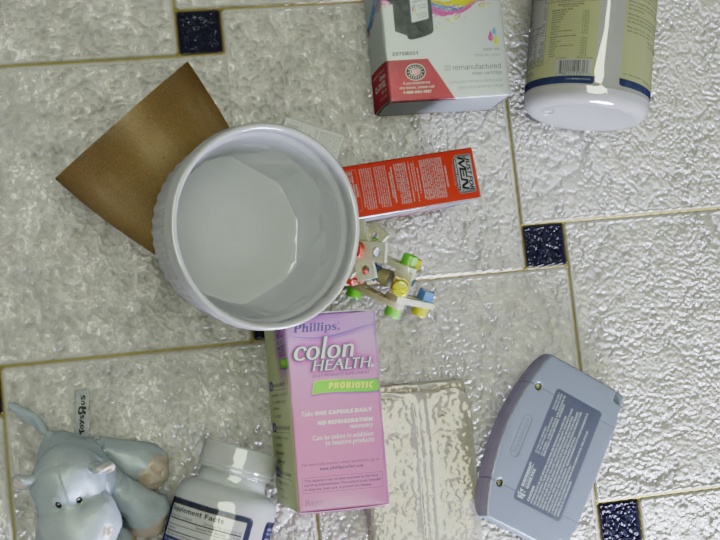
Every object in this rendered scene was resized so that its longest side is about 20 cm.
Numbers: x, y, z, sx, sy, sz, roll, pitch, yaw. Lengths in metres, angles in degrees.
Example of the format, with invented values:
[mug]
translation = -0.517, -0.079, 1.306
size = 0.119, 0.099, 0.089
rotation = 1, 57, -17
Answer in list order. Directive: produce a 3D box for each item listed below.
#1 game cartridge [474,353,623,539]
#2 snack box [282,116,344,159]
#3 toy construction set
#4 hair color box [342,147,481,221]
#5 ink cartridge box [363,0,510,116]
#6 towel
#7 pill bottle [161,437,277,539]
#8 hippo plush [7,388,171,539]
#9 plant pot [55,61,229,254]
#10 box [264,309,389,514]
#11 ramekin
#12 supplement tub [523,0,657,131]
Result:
[game cartridge]
translation = 0.210, 0.204, 1.548
size = 0.133, 0.042, 0.201
rotation = 28, 75, -13
[snack box]
translation = -0.079, -0.068, 1.544
size = 0.072, 0.024, 0.201
rotation = 17, 81, -10
[toy construction set]
translation = 0.000, 0.000, 1.477
size = 0.131, 0.200, 0.092
rotation = 24, 85, 21
[hair color box]
translation = 0.020, -0.087, 1.511
size = 0.199, 0.101, 0.062
rotation = -10, 89, -21
[ink cartridge box]
translation = 0.083, -0.286, 1.568
size = 0.145, 0.083, 0.201
rotation = -5, 85, -11
[towel]
translation = 0.065, 0.224, 1.537
size = 0.132, 0.034, 0.201
rotation = -3, 86, -10
[pill bottle]
translation = -0.153, 0.285, 1.449
size = 0.111, 0.111, 0.201
rotation = 17, 81, -8
[hippo plush]
translation = -0.272, 0.219, 1.408
size = 0.159, 0.161, 0.201
rotation = -10, 86, -11
[plant pot]
translation = -0.187, -0.087, 1.456
size = 0.186, 0.186, 0.200
rotation = -44, 100, -12
[box]
translation = -0.039, 0.149, 1.452
size = 0.096, 0.176, 0.201
rotation = -4, 84, -11
[ramekin]
translation = -0.111, -0.042, 1.349
size = 0.199, 0.105, 0.201
rotation = 0, 89, -29
[supplement tub]
translation = 0.266, -0.272, 1.569
size = 0.144, 0.145, 0.201
rotation = 7, 83, -10
